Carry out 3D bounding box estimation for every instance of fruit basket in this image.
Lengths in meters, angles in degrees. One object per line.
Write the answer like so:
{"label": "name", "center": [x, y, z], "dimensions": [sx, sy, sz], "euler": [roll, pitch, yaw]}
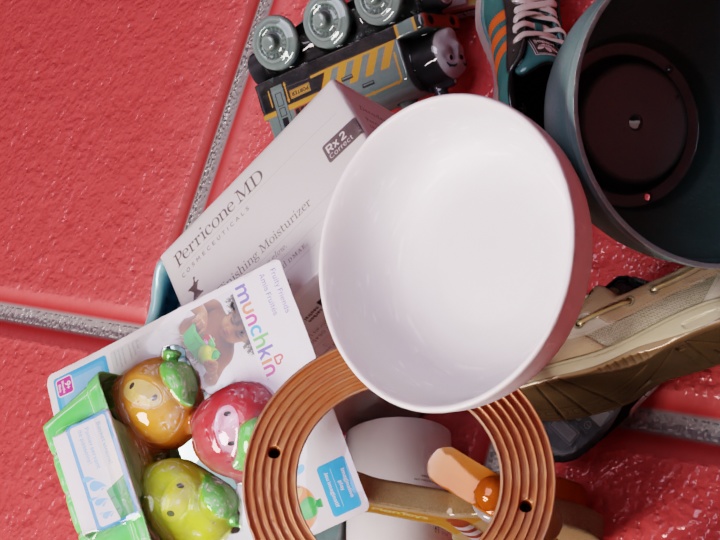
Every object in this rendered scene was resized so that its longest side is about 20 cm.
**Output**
{"label": "fruit basket", "center": [-0.111, 0.114, 1.325], "dimensions": [0.200, 0.094, 0.186], "euler": [-28, 71, 23]}

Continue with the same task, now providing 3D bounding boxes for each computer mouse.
{"label": "computer mouse", "center": [0.206, 0.065, 1.355], "dimensions": [0.140, 0.046, 0.200], "euler": [37, 98, 28]}

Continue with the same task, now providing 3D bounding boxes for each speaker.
{"label": "speaker", "center": [0.030, 0.208, 1.407], "dimensions": [0.081, 0.081, 0.200], "euler": [-20, 59, 33]}

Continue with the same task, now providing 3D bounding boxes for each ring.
{"label": "ring", "center": [0.024, 0.135, 1.256], "dimensions": [0.200, 0.019, 0.201], "euler": [-1, 64, 2]}

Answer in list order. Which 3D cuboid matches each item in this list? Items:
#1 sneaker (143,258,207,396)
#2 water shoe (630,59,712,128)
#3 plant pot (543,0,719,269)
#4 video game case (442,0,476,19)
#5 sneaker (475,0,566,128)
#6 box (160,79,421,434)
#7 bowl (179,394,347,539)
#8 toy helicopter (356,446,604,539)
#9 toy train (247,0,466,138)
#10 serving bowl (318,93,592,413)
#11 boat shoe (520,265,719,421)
{"label": "sneaker", "center": [-0.156, 0.082, 1.627], "dimensions": [0.074, 0.082, 0.200], "euler": [-20, 58, 34]}
{"label": "water shoe", "center": [0.232, -0.150, 1.404], "dimensions": [0.200, 0.079, 0.072], "euler": [-2, 69, 41]}
{"label": "plant pot", "center": [0.201, -0.100, 1.282], "dimensions": [0.201, 0.200, 0.134], "euler": [-69, 17, -8]}
{"label": "video game case", "center": [0.114, -0.278, 1.611], "dimensions": [0.200, 0.017, 0.143], "euler": [-8, 65, 39]}
{"label": "sneaker", "center": [0.133, -0.163, 1.485], "dimensions": [0.080, 0.071, 0.200], "euler": [134, 137, -65]}
{"label": "box", "center": [0.000, 0.000, 1.446], "dimensions": [0.199, 0.200, 0.131], "euler": [-45, 47, 19]}
{"label": "bowl", "center": [-0.079, 0.190, 1.467], "dimensions": [0.201, 0.105, 0.201], "euler": [-50, 27, 39]}
{"label": "toy helicopter", "center": [0.064, 0.160, 1.316], "dimensions": [0.200, 0.132, 0.079], "euler": [10, 72, 1]}
{"label": "toy train", "center": [-0.003, -0.172, 1.612], "dimensions": [0.200, 0.085, 0.114], "euler": [-20, 85, 31]}
{"label": "serving bowl", "center": [0.069, -0.008, 1.245], "dimensions": [0.200, 0.066, 0.201], "euler": [-8, 78, 38]}
{"label": "boat shoe", "center": [0.171, 0.045, 1.315], "dimensions": [0.200, 0.072, 0.065], "euler": [-23, 56, 24]}
